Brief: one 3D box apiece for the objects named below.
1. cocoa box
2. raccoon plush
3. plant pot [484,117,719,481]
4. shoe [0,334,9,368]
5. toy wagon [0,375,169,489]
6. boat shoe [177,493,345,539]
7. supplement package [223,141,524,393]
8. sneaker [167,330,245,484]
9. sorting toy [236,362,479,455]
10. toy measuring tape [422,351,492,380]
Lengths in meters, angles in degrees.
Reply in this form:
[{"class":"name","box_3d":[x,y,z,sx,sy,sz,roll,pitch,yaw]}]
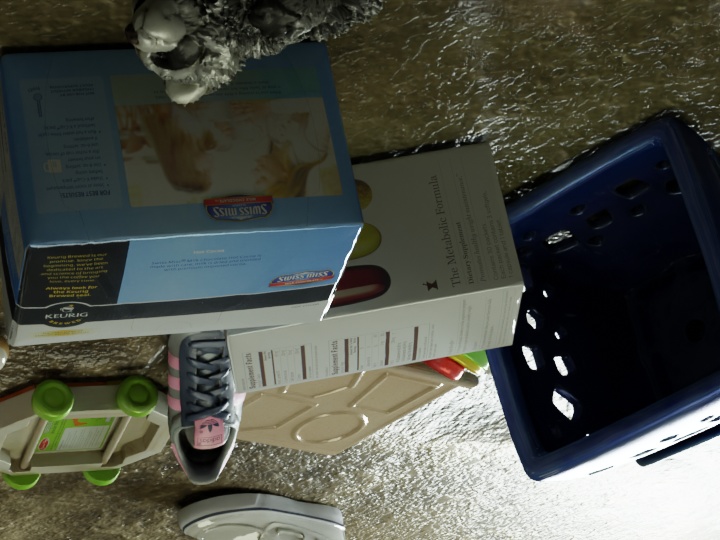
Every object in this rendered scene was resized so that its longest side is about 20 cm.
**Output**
[{"class":"cocoa box","box_3d":[-0.115,-0.046,1.185,0.199,0.134,0.131,-4,153,-16]},{"class":"raccoon plush","box_3d":[-0.031,-0.144,1.082,0.199,0.097,0.134,2,159,-28]},{"class":"plant pot","box_3d":[0.215,0.032,1.432,0.200,0.201,0.180,-29,156,31]},{"class":"shoe","box_3d":[-0.352,0.089,1.452,0.199,0.054,0.070,-13,155,1]},{"class":"toy wagon","box_3d":[-0.251,0.130,1.601,0.199,0.040,0.155,-1,152,-21]},{"class":"boat shoe","box_3d":[-0.090,0.261,1.906,0.071,0.070,0.200,-30,150,34]},{"class":"supplement package","box_3d":[0.000,0.000,1.356,0.199,0.114,0.110,-11,156,-5]},{"class":"sneaker","box_3d":[-0.112,0.087,1.505,0.070,0.082,0.200,-3,144,-6]},{"class":"sorting toy","box_3d":[-0.030,0.102,1.654,0.200,0.037,0.185,-27,151,37]},{"class":"toy measuring tape","box_3d":[0.093,0.062,1.570,0.073,0.074,0.200,-22,150,21]}]
